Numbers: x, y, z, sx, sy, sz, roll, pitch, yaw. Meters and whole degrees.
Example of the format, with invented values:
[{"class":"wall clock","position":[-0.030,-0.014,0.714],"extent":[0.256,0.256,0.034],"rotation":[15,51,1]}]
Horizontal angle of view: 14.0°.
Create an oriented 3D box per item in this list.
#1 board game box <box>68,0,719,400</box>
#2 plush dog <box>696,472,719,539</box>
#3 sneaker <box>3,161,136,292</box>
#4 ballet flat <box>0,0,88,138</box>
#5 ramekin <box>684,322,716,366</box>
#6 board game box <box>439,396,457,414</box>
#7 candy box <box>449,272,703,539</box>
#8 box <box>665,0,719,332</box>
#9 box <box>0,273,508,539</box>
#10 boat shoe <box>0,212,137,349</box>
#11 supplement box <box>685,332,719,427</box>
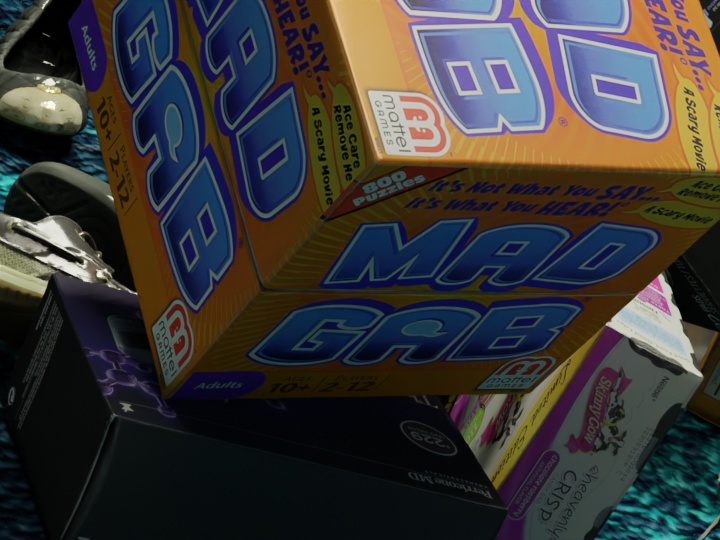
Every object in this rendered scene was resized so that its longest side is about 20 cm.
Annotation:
[{"class":"board game box","position":[0.017,-0.077,1.299],"extent":[0.199,0.200,0.201],"rotation":[0,60,-32]},{"class":"plush dog","position":[0.285,0.153,1.535],"extent":[0.200,0.161,0.172],"rotation":[-28,64,-32]},{"class":"sneaker","position":[-0.089,0.009,1.520],"extent":[0.199,0.076,0.114],"rotation":[31,18,10]},{"class":"ballet flat","position":[-0.193,-0.128,1.784],"extent":[0.066,0.057,0.200],"rotation":[18,20,-13]},{"class":"ramekin","position":[0.167,-0.024,1.872],"extent":[0.200,0.098,0.201],"rotation":[22,19,-8]},{"class":"board game box","position":[-0.019,-0.001,1.578],"extent":[0.200,0.105,0.023],"rotation":[32,17,25]},{"class":"candy box","position":[0.103,0.056,1.514],"extent":[0.061,0.137,0.200],"rotation":[28,17,-13]},{"class":"box","position":[0.165,-0.083,1.651],"extent":[0.200,0.124,0.148],"rotation":[50,-13,-22]},{"class":"box","position":[-0.051,0.085,1.357],"extent":[0.199,0.079,0.141],"rotation":[15,23,-25]},{"class":"boat shoe","position":[-0.154,0.003,1.432],"extent":[0.199,0.073,0.065],"rotation":[22,60,-8]},{"class":"supplement box","position":[0.266,0.004,1.759],"extent":[0.069,0.201,0.067],"rotation":[29,19,5]}]
